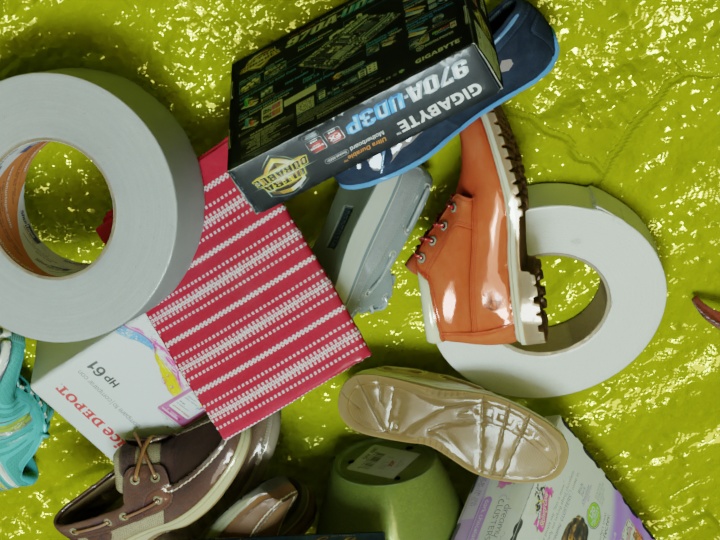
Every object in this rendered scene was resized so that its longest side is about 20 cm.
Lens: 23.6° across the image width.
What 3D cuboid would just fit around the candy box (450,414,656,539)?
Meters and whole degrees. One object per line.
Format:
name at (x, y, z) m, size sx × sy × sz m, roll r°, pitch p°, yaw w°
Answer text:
candy box at (0.171, 0.255, 1.526) m, size 0.071 × 0.168 × 0.200 m, roll -8°, pitch 133°, yaw 40°

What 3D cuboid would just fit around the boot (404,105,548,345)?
boot at (0.082, -0.037, 1.343) m, size 0.107 × 0.075 × 0.201 m, roll -6°, pitch 95°, yaw 14°

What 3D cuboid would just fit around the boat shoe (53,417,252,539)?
boat shoe at (-0.173, 0.171, 1.408) m, size 0.200 × 0.072 × 0.072 m, roll -35°, pitch 124°, yaw 29°

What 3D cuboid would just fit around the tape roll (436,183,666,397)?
tape roll at (0.154, 0.019, 1.440) m, size 0.202 × 0.037 × 0.204 m, roll -2°, pitch 125°, yaw -2°

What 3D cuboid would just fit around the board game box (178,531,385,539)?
board game box at (-0.074, 0.288, 1.439) m, size 0.199 × 0.035 × 0.136 m, roll -2°, pitch 112°, yaw 4°

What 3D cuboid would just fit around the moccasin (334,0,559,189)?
moccasin at (0.051, -0.141, 1.302) m, size 0.200 × 0.081 × 0.068 m, roll -36°, pitch 128°, yaw 4°

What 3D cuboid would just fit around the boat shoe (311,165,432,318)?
boat shoe at (0.000, -0.001, 1.357) m, size 0.071 × 0.070 × 0.202 m, roll 27°, pitch 88°, yaw -32°

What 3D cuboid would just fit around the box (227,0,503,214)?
box at (-0.002, -0.140, 1.240) m, size 0.199 × 0.159 × 0.046 m, roll -27°, pitch 122°, yaw 14°

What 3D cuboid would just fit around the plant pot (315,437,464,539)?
plant pot at (0.030, 0.257, 1.532) m, size 0.186 × 0.187 × 0.201 m, roll -7°, pitch 112°, yaw 1°

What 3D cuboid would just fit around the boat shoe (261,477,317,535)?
boat shoe at (-0.102, 0.256, 1.580) m, size 0.068 × 0.072 × 0.200 m, roll 34°, pitch 127°, yaw -29°

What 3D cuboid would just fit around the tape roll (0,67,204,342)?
tape roll at (-0.220, -0.050, 1.292) m, size 0.199 × 0.066 × 0.201 m, roll 2°, pitch 100°, yaw 15°

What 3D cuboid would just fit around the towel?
towel at (-0.099, 0.012, 1.316) m, size 0.144 × 0.022 × 0.201 m, roll -31°, pitch 90°, yaw 18°

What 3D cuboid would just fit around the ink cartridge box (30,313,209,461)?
ink cartridge box at (-0.152, 0.068, 1.427) m, size 0.200 × 0.085 × 0.145 m, roll -31°, pitch 122°, yaw 19°

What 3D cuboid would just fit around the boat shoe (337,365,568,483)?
boat shoe at (0.083, 0.122, 1.470) m, size 0.199 × 0.069 × 0.074 m, roll 19°, pitch 106°, yaw 5°

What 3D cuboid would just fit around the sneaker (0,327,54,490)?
sneaker at (-0.301, 0.115, 1.467) m, size 0.079 × 0.078 × 0.200 m, roll 1°, pitch 136°, yaw -16°

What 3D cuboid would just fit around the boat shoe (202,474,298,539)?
boat shoe at (-0.103, 0.260, 1.488) m, size 0.074 × 0.076 × 0.200 m, roll 44°, pitch 124°, yaw 16°

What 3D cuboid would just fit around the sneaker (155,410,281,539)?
sneaker at (-0.140, 0.182, 1.518) m, size 0.075 × 0.071 × 0.200 m, roll 24°, pitch 120°, yaw -18°

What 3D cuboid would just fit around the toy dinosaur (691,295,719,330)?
toy dinosaur at (0.414, 0.060, 1.461) m, size 0.181 × 0.105 × 0.200 m, roll -36°, pitch 109°, yaw -3°
